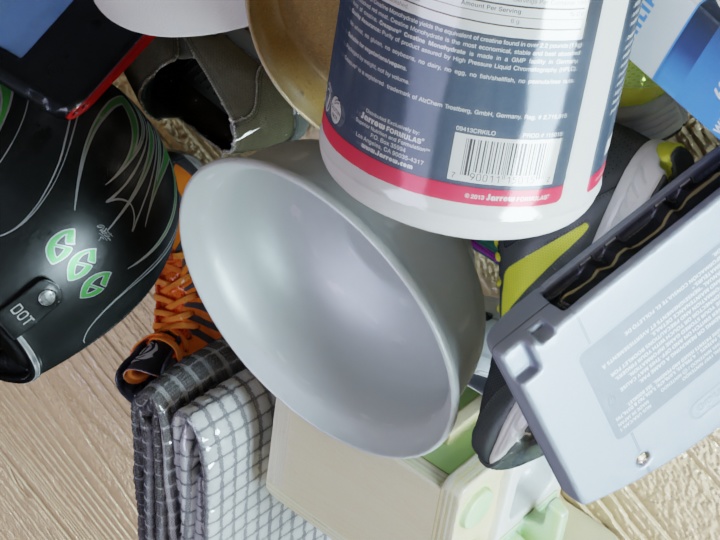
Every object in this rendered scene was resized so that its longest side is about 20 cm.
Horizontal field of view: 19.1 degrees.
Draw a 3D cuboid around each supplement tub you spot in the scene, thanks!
[{"bbox_3d":[0.061,-0.129,0.995,0.140,0.140,0.201,27,122,30],"label":"supplement tub"}]

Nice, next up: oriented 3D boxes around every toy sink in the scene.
[{"bbox_3d":[0.059,0.121,1.332,0.200,0.130,0.112,34,137,26],"label":"toy sink"}]

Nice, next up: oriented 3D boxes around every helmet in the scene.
[{"bbox_3d":[-0.212,-0.043,1.379,0.200,0.191,0.200,31,157,14],"label":"helmet"}]

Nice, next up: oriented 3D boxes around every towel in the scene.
[{"bbox_3d":[-0.075,0.128,1.449,0.085,0.165,0.201,29,134,32],"label":"towel"}]

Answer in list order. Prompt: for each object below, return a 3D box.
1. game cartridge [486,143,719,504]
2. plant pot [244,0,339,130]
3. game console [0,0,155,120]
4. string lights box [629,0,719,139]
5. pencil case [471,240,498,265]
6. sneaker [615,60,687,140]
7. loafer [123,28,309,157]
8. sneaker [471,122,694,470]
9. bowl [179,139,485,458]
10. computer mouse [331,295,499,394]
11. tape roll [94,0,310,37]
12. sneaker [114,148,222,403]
[{"bbox_3d":[0.165,0.023,1.087,0.040,0.200,0.134,38,162,53],"label":"game cartridge"},{"bbox_3d":[0.040,-0.150,1.076,0.028,0.199,0.201,-103,5,-59],"label":"plant pot"},{"bbox_3d":[-0.193,-0.197,1.329,0.200,0.177,0.031,30,157,28],"label":"game console"},{"bbox_3d":[0.228,-0.085,1.026,0.200,0.103,0.059,44,143,13],"label":"string lights box"},{"bbox_3d":[0.110,-0.017,1.209,0.200,0.092,0.085,39,177,21],"label":"pencil case"},{"bbox_3d":[0.086,-0.131,1.168,0.199,0.078,0.091,12,126,27],"label":"sneaker"},{"bbox_3d":[-0.122,-0.142,1.374,0.200,0.070,0.075,35,138,23],"label":"loafer"},{"bbox_3d":[0.104,0.010,1.130,0.085,0.074,0.200,33,103,29],"label":"sneaker"},{"bbox_3d":[0.000,0.000,1.194,0.201,0.090,0.201,31,144,26],"label":"bowl"},{"bbox_3d":[0.080,0.037,1.287,0.200,0.110,0.044,29,132,15],"label":"computer mouse"},{"bbox_3d":[-0.079,-0.239,1.130,0.202,0.203,0.139,15,144,39],"label":"tape roll"},{"bbox_3d":[-0.123,0.024,1.462,0.077,0.112,0.201,-2,115,46],"label":"sneaker"}]
